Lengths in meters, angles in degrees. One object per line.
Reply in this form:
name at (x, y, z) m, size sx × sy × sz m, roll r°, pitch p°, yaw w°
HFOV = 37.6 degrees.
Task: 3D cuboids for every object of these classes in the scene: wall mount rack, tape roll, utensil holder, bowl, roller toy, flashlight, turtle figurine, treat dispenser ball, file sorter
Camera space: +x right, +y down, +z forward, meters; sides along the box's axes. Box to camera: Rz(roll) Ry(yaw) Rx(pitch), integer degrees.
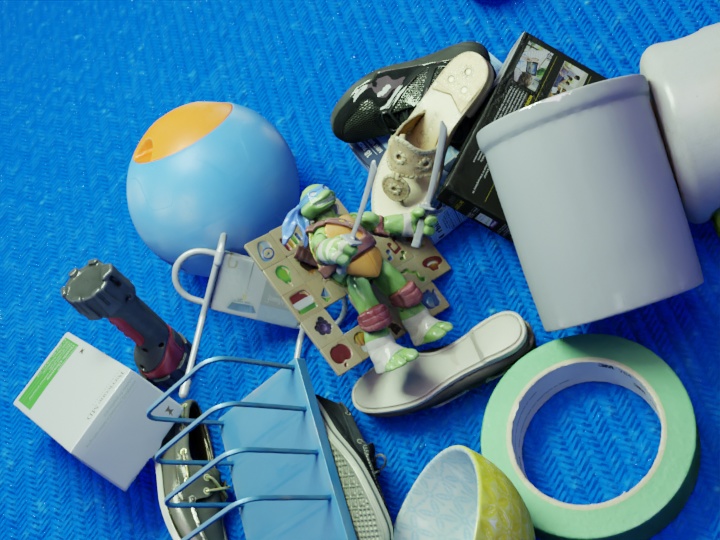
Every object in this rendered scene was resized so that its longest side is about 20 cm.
wall mount rack at (-0.115, 0.058, 1.141) m, size 0.198 × 0.075 × 0.175 m, roll 14°, pitch 106°, yaw -9°
tape roll at (0.213, 0.159, 0.989) m, size 0.198 × 0.048 × 0.202 m, roll -11°, pitch 57°, yaw 17°
utensil holder at (0.220, -0.061, 1.001) m, size 0.168 × 0.170 × 0.202 m, roll -19°, pitch 87°, yaw 12°
bowl at (0.099, 0.266, 0.923) m, size 0.107 × 0.200 × 0.202 m, roll 23°, pitch 64°, yaw -13°
roller toy at (0.359, -0.150, 1.024) m, size 0.138 × 0.201 × 0.183 m, roll -17°, pitch 41°, yaw 13°
flashlight at (-0.253, 0.062, 1.161) m, size 0.067 × 0.200 × 0.068 m, roll 15°, pitch 68°, yaw 31°
turtle figurine at (0.029, -0.014, 1.028) m, size 0.199 × 0.144 × 0.195 m, roll -27°, pitch 95°, yaw 13°
treat dispenser ball at (-0.168, -0.093, 1.218) m, size 0.199 × 0.201 × 0.203 m, roll -11°, pitch 57°, yaw 17°
file sorter at (-0.114, 0.201, 1.017) m, size 0.139 × 0.122 × 0.201 m, roll -39°, pitch 56°, yaw 34°

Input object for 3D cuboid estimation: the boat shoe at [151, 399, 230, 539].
boat shoe at (-0.174, 0.222, 1.108) m, size 0.060 × 0.072 × 0.202 m, roll -34°, pitch 49°, yaw 7°

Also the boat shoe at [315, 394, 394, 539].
boat shoe at (-0.009, 0.198, 1.045) m, size 0.200 × 0.062 × 0.075 m, roll 55°, pitch 128°, yaw 44°

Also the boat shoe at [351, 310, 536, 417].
boat shoe at (0.089, 0.107, 1.079) m, size 0.199 × 0.057 × 0.067 m, roll -26°, pitch 50°, yaw 14°

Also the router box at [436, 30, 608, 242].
router box at (0.190, -0.130, 1.122) m, size 0.148 × 0.051 × 0.201 m, roll 29°, pitch 76°, yaw -2°

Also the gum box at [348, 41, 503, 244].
gum box at (0.111, -0.151, 1.225) m, size 0.199 × 0.045 × 0.170 m, roll -38°, pitch 53°, yaw -3°

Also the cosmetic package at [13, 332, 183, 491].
cosmetic package at (-0.290, 0.150, 1.158) m, size 0.199 × 0.085 × 0.108 m, roll 12°, pitch 63°, yaw 55°

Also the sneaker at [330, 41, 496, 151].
sneaker at (0.062, -0.177, 1.187) m, size 0.198 × 0.077 × 0.115 m, roll -18°, pitch 48°, yaw 7°

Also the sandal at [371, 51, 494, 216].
sandal at (0.059, -0.140, 1.106) m, size 0.077 × 0.069 × 0.213 m, roll 37°, pitch 100°, yaw 27°

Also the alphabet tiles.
alphabet tiles at (0.000, 0.000, 1.118) m, size 0.199 × 0.008 × 0.168 m, roll -29°, pitch 75°, yaw -35°
